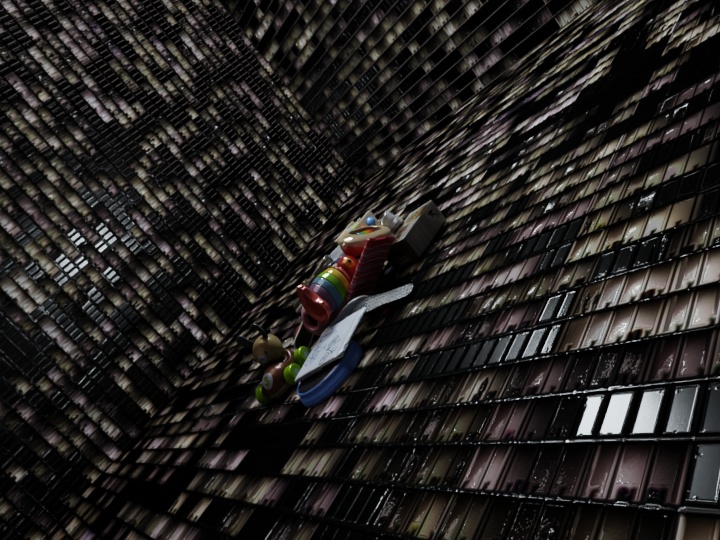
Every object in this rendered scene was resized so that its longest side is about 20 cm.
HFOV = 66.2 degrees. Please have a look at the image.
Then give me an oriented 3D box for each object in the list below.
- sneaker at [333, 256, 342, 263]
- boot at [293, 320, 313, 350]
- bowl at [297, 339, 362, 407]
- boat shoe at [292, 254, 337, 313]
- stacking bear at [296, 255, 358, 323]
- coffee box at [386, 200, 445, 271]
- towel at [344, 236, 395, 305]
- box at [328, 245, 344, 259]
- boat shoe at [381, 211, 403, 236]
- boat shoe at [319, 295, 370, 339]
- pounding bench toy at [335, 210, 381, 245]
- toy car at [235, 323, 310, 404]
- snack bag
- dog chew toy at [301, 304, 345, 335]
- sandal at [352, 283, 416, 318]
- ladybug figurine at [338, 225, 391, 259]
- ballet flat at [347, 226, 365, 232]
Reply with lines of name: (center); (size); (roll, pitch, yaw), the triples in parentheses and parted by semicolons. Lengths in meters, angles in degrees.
sneaker: (-0.038, 0.028, 1.889); (0.080, 0.118, 0.198); (-35, -16, 18)
boot: (-0.163, 0.156, 1.798); (0.205, 0.071, 0.144); (-62, 10, -1)
bowl: (-0.080, 0.246, 1.367); (0.199, 0.040, 0.201); (-41, 12, 11)
boat shoe: (-0.151, 0.044, 1.761); (0.202, 0.060, 0.072); (-49, -11, 1)
stacking bear: (-0.072, 0.038, 1.558); (0.200, 0.120, 0.115); (-47, -21, -27)
coffee box: (0.161, -0.104, 1.660); (0.112, 0.080, 0.201); (-29, 19, 51)
towel: (0.027, -0.003, 1.563); (0.143, 0.022, 0.206); (-12, -53, -58)
box: (-0.024, -0.058, 1.947); (0.150, 0.043, 0.200); (-6, -12, -21)
boat shoe: (0.098, -0.149, 1.795); (0.073, 0.068, 0.200); (-51, -5, 5)
boat shoe: (-0.040, 0.140, 1.548); (0.201, 0.069, 0.066); (-49, 11, 12)
pounding bench toy: (-0.009, -0.102, 2.113); (0.201, 0.125, 0.155); (-51, 15, -33)
toy car: (-0.267, 0.248, 1.588); (0.163, 0.201, 0.159); (-35, 13, 29)
snack bag: (-0.069, 0.185, 1.392); (0.198, 0.021, 0.190); (-35, 15, 39)
dog chew toy: (-0.091, 0.113, 1.676); (0.123, 0.127, 0.198); (-32, 0, 40)
sandal: (0.062, 0.092, 1.438); (0.195, 0.046, 0.076); (-20, 27, 28)
ladybug figurine: (0.014, -0.084, 1.664); (0.196, 0.075, 0.133); (-20, 21, -41)
ballet flat: (0.038, -0.124, 1.951); (0.192, 0.071, 0.068); (-6, -4, -17)
